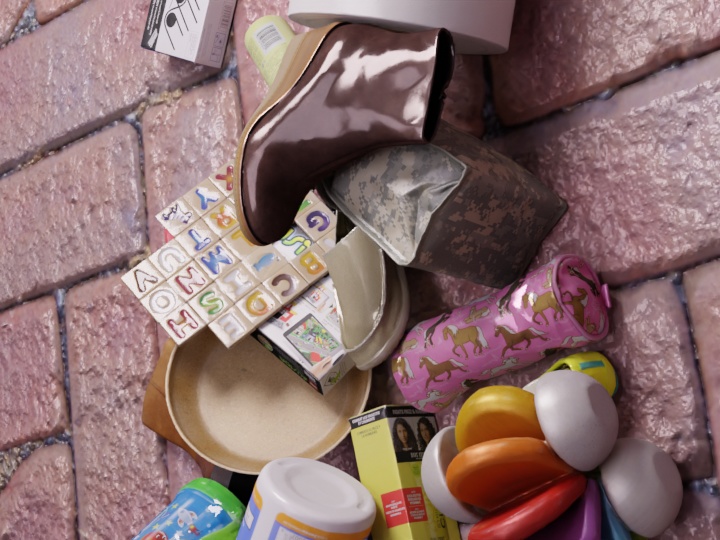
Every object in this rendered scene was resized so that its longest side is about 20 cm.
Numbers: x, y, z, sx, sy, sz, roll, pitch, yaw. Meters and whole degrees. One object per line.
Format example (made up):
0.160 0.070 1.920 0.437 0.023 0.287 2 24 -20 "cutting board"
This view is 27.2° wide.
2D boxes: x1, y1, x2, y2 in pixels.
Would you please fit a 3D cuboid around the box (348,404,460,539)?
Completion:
0.047 0.225 1.355 0.050 0.075 0.201 -22 71 38 "box"

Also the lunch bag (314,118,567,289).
0.051 -0.082 1.314 0.200 0.164 0.118 43 109 36 "lunch bag"

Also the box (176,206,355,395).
-0.071 0.018 1.435 0.200 0.035 0.110 38 71 24 "box"

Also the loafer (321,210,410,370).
0.000 0.000 1.364 0.076 0.068 0.201 -38 38 39 "loafer"

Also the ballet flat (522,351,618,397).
0.136 0.135 1.287 0.200 0.067 0.067 -44 59 30 "ballet flat"

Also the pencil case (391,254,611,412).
0.121 0.057 1.291 0.199 0.087 0.083 -28 105 36 "pencil case"

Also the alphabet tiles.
-0.125 -0.019 1.438 0.200 0.008 0.167 -38 63 -15 "alphabet tiles"

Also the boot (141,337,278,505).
-0.144 0.121 1.558 0.200 0.068 0.189 35 114 48 "boot"

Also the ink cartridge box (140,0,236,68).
-0.174 -0.328 1.613 0.094 0.044 0.201 21 100 39 "ink cartridge box"

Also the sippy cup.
-0.177 0.297 1.477 0.139 0.130 0.179 33 138 32 "sippy cup"

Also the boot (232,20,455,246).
-0.015 -0.111 1.220 0.166 0.072 0.201 8 79 40 "boot"

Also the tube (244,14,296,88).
-0.058 -0.176 1.474 0.058 0.052 0.200 86 159 -47 "tube"

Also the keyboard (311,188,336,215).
-0.018 -0.108 1.462 0.104 0.039 0.202 5 89 41 "keyboard"

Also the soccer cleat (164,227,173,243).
-0.128 -0.011 1.546 0.199 0.067 0.077 24 134 34 "soccer cleat"

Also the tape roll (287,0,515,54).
0.043 -0.275 1.314 0.202 0.202 0.140 11 93 41 "tape roll"

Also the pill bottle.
-0.067 0.281 1.338 0.112 0.112 0.201 34 112 38 "pill bottle"

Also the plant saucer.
-0.087 0.108 1.426 0.199 0.036 0.201 -3 60 5 "plant saucer"

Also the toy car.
0.149 0.192 1.189 0.175 0.200 0.150 -34 21 32 "toy car"
